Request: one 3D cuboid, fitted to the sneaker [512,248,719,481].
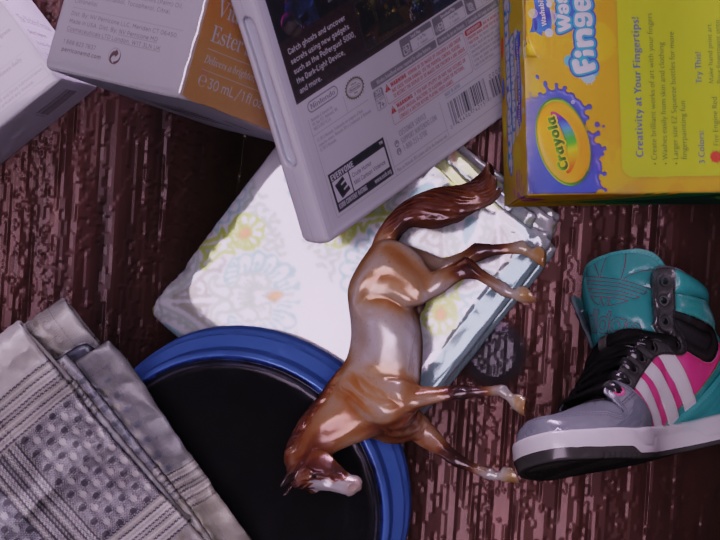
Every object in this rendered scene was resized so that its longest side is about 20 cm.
[{"bbox_3d":[0.147,0.050,1.386,0.083,0.200,0.121,-18,81,37],"label":"sneaker"}]

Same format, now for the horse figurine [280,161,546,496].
[{"bbox_3d":[0.034,0.038,1.381,0.132,0.050,0.201,6,79,10],"label":"horse figurine"}]

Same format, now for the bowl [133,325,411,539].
[{"bbox_3d":[-0.070,0.134,1.438,0.200,0.039,0.202,3,103,13],"label":"bowl"}]

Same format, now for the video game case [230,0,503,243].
[{"bbox_3d":[0.010,-0.140,1.368,0.023,0.200,0.183,3,119,41],"label":"video game case"}]

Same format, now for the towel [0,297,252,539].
[{"bbox_3d":[-0.188,0.143,1.386,0.200,0.035,0.193,-38,98,-5],"label":"towel"}]

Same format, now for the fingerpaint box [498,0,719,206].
[{"bbox_3d":[0.166,-0.139,1.408,0.166,0.073,0.201,-2,86,-8],"label":"fingerpaint box"}]

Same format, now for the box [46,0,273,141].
[{"bbox_3d":[-0.069,-0.185,1.385,0.106,0.152,0.201,16,90,36],"label":"box"}]

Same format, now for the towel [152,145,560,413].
[{"bbox_3d":[0.000,0.000,1.455,0.171,0.048,0.200,38,93,5],"label":"towel"}]

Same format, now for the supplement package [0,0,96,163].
[{"bbox_3d":[-0.266,-0.157,1.435,0.109,0.114,0.200,-37,89,5],"label":"supplement package"}]
